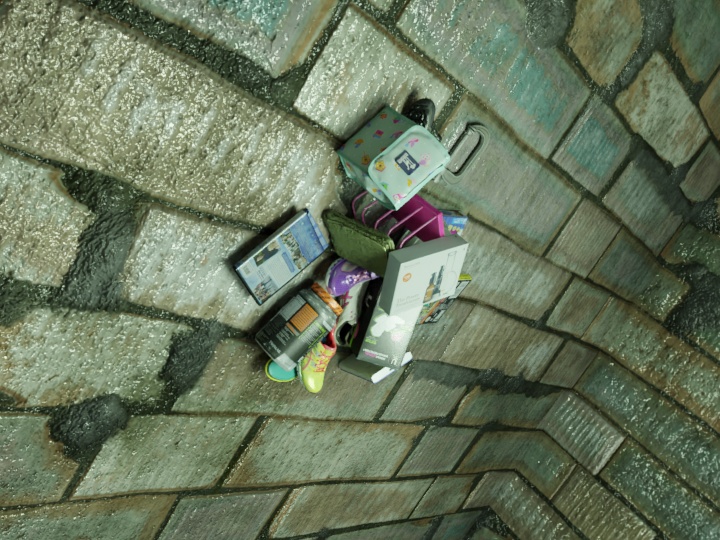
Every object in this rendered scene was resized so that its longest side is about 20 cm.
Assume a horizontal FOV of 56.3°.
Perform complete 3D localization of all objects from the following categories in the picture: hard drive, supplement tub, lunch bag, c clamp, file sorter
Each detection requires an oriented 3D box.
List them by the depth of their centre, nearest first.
[{"bbox_3d":[0.073,-0.236,1.450,0.170,0.200,0.122,-42,143,-8],"label":"lunch bag"},{"bbox_3d":[0.087,-0.102,1.579,0.125,0.200,0.140,-34,141,-16],"label":"file sorter"},{"bbox_3d":[-0.144,0.132,1.611,0.200,0.122,0.123,-44,143,-6],"label":"supplement tub"},{"bbox_3d":[0.255,-0.296,1.725,0.200,0.027,0.171,-51,143,3],"label":"c clamp"},{"bbox_3d":[0.038,0.248,1.845,0.131,0.199,0.026,-30,106,-23],"label":"hard drive"}]

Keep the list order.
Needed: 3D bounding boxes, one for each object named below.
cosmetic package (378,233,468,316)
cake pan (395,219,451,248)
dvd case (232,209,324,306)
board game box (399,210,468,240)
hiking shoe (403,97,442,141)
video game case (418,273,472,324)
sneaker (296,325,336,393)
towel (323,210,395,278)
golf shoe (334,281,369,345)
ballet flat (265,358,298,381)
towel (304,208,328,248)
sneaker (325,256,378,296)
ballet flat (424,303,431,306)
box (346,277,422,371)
[{"bbox_3d":[0.143,0.009,1.532,0.199,0.052,0.152,-17,132,-31],"label":"cosmetic package"},{"bbox_3d":[0.169,-0.047,1.776,0.199,0.037,0.202,-26,137,-27],"label":"cake pan"},{"bbox_3d":[-0.176,-0.026,1.489,0.200,0.018,0.143,-41,143,-14],"label":"dvd case"},{"bbox_3d":[0.183,-0.068,1.835,0.199,0.041,0.201,-3,124,-43],"label":"board game box"},{"bbox_3d":[0.146,-0.319,1.571,0.100,0.076,0.201,-31,149,-35],"label":"hiking shoe"},{"bbox_3d":[0.215,0.087,1.982,0.180,0.026,0.201,-2,137,-45],"label":"video game case"},{"bbox_3d":[-0.103,0.209,1.684,0.078,0.090,0.202,4,90,-47],"label":"sneaker"},{"bbox_3d":[0.007,-0.056,1.543,0.037,0.199,0.149,-49,146,-26],"label":"towel"},{"bbox_3d":[-0.022,0.097,1.731,0.072,0.092,0.201,15,108,-49],"label":"golf shoe"},{"bbox_3d":[-0.176,0.242,1.721,0.199,0.067,0.068,-7,90,-46],"label":"ballet flat"},{"bbox_3d":[-0.167,-0.034,1.527,0.200,0.024,0.147,-41,143,-11],"label":"towel"},{"bbox_3d":[0.000,0.000,1.638,0.200,0.088,0.081,-35,126,-36],"label":"sneaker"},{"bbox_3d":[0.171,0.010,1.752,0.073,0.067,0.201,-53,147,-28],"label":"ballet flat"},{"bbox_3d":[0.062,0.129,1.730,0.123,0.149,0.202,18,97,-15],"label":"box"}]
